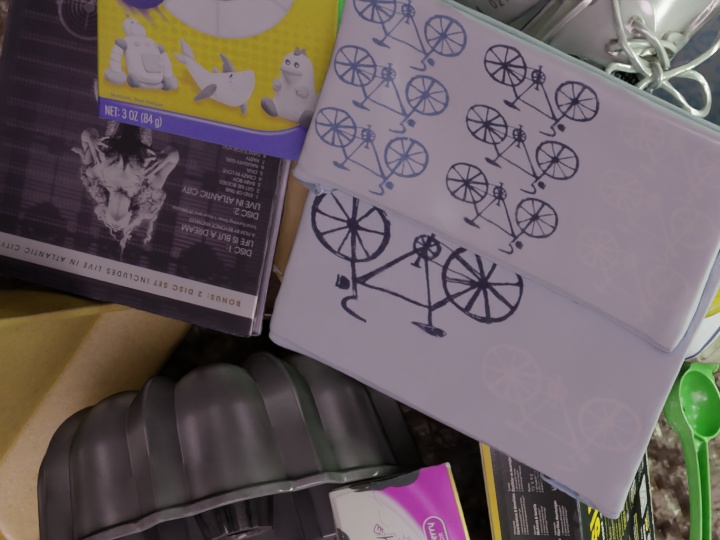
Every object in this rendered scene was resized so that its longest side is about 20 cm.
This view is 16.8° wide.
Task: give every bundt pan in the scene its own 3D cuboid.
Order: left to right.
[{"bbox_3d":[-0.066,0.093,1.179,0.201,0.202,0.076,-16,76,8],"label":"bundt pan"}]

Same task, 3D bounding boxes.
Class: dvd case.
[{"bbox_3d":[-0.098,-0.083,1.123,0.148,0.016,0.201,13,99,16],"label":"dvd case"}]

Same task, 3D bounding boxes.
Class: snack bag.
[{"bbox_3d":[0.055,-0.008,1.021,0.188,0.021,0.201,27,125,11],"label":"snack bag"}]

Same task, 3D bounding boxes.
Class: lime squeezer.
[{"bbox_3d":[0.187,0.048,1.211,0.038,0.071,0.201,29,85,-21],"label":"lime squeezer"}]

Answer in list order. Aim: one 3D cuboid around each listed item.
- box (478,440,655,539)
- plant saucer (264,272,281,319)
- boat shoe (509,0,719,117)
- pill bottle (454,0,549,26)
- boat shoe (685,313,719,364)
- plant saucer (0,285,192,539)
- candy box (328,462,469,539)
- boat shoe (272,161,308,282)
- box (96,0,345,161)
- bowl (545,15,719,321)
[{"bbox_3d":[0.103,0.103,1.181,0.049,0.160,0.201,0,117,18],"label":"box"},{"bbox_3d":[-0.035,-0.073,1.173,0.199,0.037,0.201,0,116,1],"label":"plant saucer"},{"bbox_3d":[0.105,-0.090,1.019,0.202,0.086,0.075,-38,127,16],"label":"boat shoe"},{"bbox_3d":[0.026,-0.209,1.067,0.114,0.114,0.200,-37,110,16],"label":"pill bottle"},{"bbox_3d":[0.199,-0.042,1.174,0.062,0.072,0.200,20,110,-51],"label":"boat shoe"},{"bbox_3d":[-0.188,0.076,1.182,0.048,0.200,0.200,44,112,18],"label":"plant saucer"},{"bbox_3d":[0.031,0.179,1.175,0.061,0.200,0.137,-14,77,-2],"label":"candy box"},{"bbox_3d":[0.000,0.000,1.144,0.200,0.076,0.072,40,112,-13],"label":"boat shoe"},{"bbox_3d":[-0.052,-0.150,1.032,0.117,0.048,0.201,13,120,17],"label":"box"},{"bbox_3d":[0.142,-0.051,1.102,0.200,0.201,0.108,-36,140,16],"label":"bowl"}]
